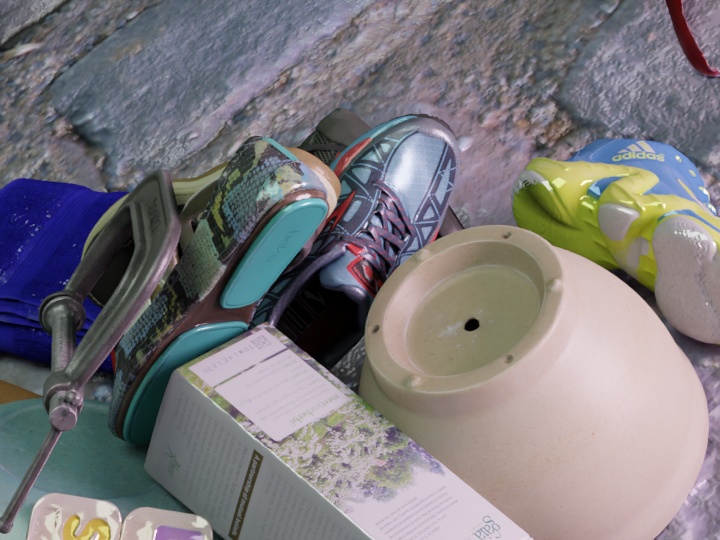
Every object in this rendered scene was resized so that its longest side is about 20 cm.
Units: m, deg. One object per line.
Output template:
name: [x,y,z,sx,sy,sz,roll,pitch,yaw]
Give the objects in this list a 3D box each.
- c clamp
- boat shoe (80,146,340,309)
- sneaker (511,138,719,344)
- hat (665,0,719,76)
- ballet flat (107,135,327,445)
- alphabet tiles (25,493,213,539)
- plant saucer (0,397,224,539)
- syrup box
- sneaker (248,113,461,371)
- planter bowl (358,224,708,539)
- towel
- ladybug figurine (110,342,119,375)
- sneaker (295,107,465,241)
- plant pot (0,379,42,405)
c clamp: [-0.150,0.026,1.146,0.171,0.027,0.200,-54,16,16]
boat shoe: [-0.099,-0.013,1.223,0.199,0.073,0.065,-25,34,40]
sneaker: [0.191,-0.029,1.241,0.199,0.076,0.105,30,46,26]
hat: [0.179,-0.219,1.477,0.164,0.178,0.200,-10,8,25]
ballet flat: [-0.087,0.008,1.152,0.200,0.074,0.075,-51,34,25]
alphabet tiles: [-0.138,0.213,1.065,0.193,0.015,0.202,10,65,-1]
plant saucer: [-0.158,0.115,1.177,0.199,0.039,0.201,9,25,-4]
syrup box: [-0.014,0.124,1.117,0.200,0.082,0.078,38,40,23]
sneaker: [0.000,0.000,1.219,0.201,0.079,0.095,-54,20,-3]
planter bowl: [0.080,0.062,1.173,0.198,0.135,0.201,-16,44,16]
towel: [-0.207,-0.004,1.471,0.199,0.050,0.148,9,56,36]
ladybug figurine: [-0.099,0.046,1.313,0.135,0.072,0.201,-34,57,13]
sneaker: [-0.003,-0.026,1.355,0.114,0.076,0.199,-41,39,-8]
plant pot: [-0.279,0.128,1.307,0.198,0.187,0.188,0,48,10]
